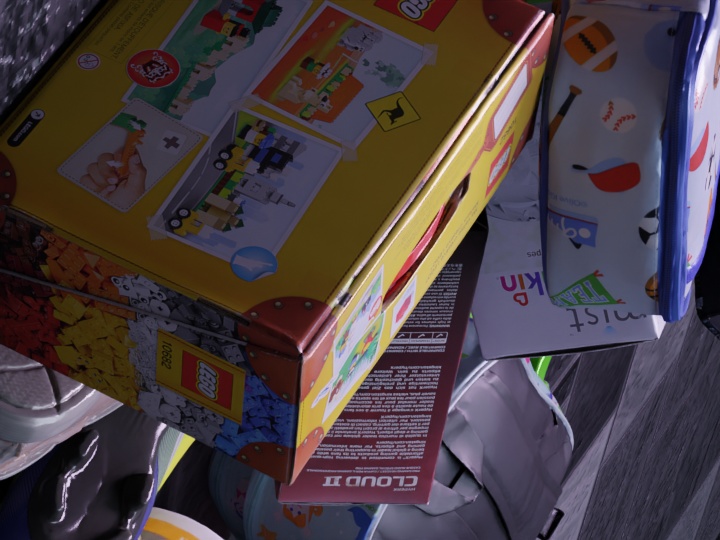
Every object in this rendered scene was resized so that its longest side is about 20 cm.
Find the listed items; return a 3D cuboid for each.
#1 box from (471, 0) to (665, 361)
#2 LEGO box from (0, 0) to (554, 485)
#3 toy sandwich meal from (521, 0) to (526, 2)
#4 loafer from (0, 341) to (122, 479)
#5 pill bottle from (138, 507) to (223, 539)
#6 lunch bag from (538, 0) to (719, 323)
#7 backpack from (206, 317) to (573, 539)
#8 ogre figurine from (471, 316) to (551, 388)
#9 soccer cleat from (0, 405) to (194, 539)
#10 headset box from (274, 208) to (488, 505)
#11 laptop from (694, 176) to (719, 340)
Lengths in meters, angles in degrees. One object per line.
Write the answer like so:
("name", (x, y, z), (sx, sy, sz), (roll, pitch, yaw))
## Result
("box", (0.103, -0.077, 1.469), (0.200, 0.096, 0.177), (-56, 134, -63))
("LEGO box", (-0.039, -0.040, 1.117), (0.200, 0.149, 0.077), (-54, 161, -36))
("toy sandwich meal", (0.054, -0.184, 1.194), (0.205, 0.070, 0.206), (-25, -118, 61))
("loafer", (-0.102, 0.020, 1.185), (0.200, 0.072, 0.063), (-38, 167, -48))
("pill bottle", (-0.126, 0.196, 1.265), (0.200, 0.116, 0.117), (-47, 157, -52))
("lunch bag", (0.122, -0.083, 1.251), (0.200, 0.075, 0.161), (-71, 161, -48))
("backpack", (0.014, 0.100, 1.516), (0.178, 0.150, 0.200), (-55, 162, -11))
("ogre figurine", (0.058, 0.090, 1.755), (0.200, 0.098, 0.120), (36, 69, -30))
("soccer cleat", (-0.102, 0.065, 1.283), (0.084, 0.065, 0.200), (-37, -166, 46))
("headset box", (0.000, 0.000, 1.343), (0.149, 0.075, 0.200), (-97, -168, -45))
("laptop", (0.217, -0.059, 1.485), (0.200, 0.103, 0.178), (35, 52, -66))
